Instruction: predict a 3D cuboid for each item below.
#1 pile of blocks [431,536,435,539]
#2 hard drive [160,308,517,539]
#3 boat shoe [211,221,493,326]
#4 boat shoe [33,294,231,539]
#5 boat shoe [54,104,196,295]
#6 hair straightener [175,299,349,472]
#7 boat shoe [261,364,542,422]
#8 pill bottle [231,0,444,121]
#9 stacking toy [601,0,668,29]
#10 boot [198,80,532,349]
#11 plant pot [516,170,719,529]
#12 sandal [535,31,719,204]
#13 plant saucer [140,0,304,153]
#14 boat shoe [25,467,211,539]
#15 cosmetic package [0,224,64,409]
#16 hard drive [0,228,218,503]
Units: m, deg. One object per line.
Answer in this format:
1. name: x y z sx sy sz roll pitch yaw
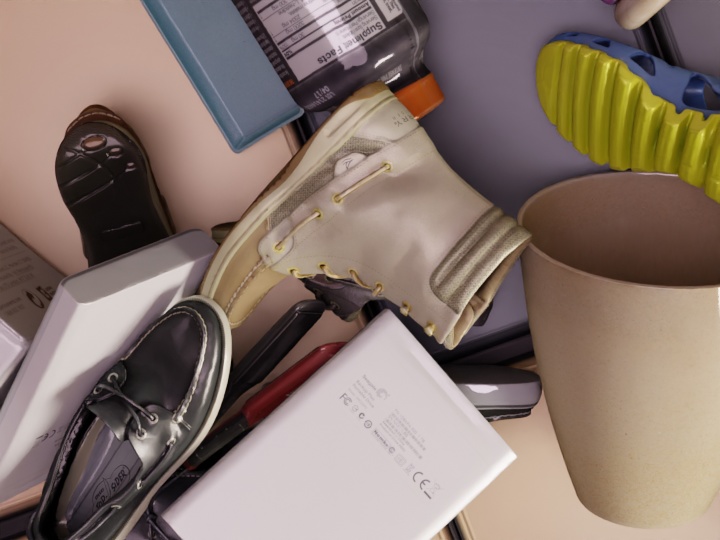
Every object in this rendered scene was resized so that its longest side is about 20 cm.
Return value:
1. pile of blocks: -0.048 0.189 1.500 0.199 0.082 0.062 0 58 6
2. hard drive: -0.013 0.141 1.420 0.200 0.025 0.132 -42 96 -7
3. boat shoe: -0.004 0.003 1.476 0.200 0.072 0.066 5 96 1
4. boat shoe: -0.154 0.103 1.402 0.074 0.066 0.200 44 109 23
5. boat shoe: -0.157 -0.024 1.486 0.075 0.074 0.201 -9 121 -1
6. hair straightener: -0.093 0.079 1.490 0.200 0.041 0.077 -42 67 30
7. boat shoe: 0.028 0.100 1.495 0.199 0.069 0.057 -4 99 14
8. pill bottle: -0.024 -0.178 1.427 0.106 0.106 0.200 -30 96 11
9. stacking toy: 0.142 -0.257 1.411 0.085 0.085 0.200 -41 89 11
10. boot: 0.000 0.000 1.384 0.155 0.072 0.200 44 113 8
11. plant pot: 0.192 0.061 1.426 0.186 0.187 0.201 4 116 5
12. sandal: 0.209 -0.104 1.433 0.200 0.087 0.080 29 131 18
13. plant saucer: -0.111 -0.180 1.470 0.070 0.019 0.200 -28 98 35
14. boat shoe: -0.139 0.171 1.466 0.199 0.062 0.075 -9 72 24
15. cosmetic package: -0.319 0.059 1.467 0.166 0.167 0.200 39 103 1
16. hard drive: -0.179 0.065 1.430 0.027 0.132 0.200 45 129 18
